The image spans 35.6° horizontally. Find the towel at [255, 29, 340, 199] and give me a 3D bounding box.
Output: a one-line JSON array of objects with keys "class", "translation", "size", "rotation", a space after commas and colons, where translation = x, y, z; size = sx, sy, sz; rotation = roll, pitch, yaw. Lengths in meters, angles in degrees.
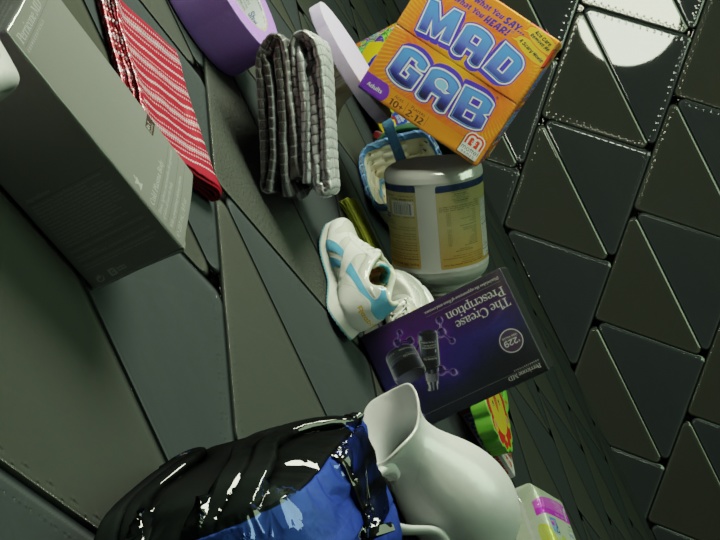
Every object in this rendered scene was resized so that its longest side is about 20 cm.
[{"class": "towel", "translation": [-0.075, -0.185, 1.363], "size": [0.166, 0.085, 0.201], "rotation": [-57, 144, -83]}]

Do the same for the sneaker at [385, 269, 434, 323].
[{"class": "sneaker", "translation": [0.066, 0.081, 1.526], "size": [0.092, 0.076, 0.201], "rotation": [28, 36, -60]}]

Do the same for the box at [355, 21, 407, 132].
[{"class": "box", "translation": [0.092, -0.372, 2.156], "size": [0.201, 0.192, 0.122], "rotation": [62, 3, -6]}]

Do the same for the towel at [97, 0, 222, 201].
[{"class": "towel", "translation": [-0.197, -0.174, 1.113], "size": [0.145, 0.022, 0.201], "rotation": [40, 27, -61]}]

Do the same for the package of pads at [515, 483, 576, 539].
[{"class": "package of pads", "translation": [0.294, 0.440, 1.720], "size": [0.154, 0.068, 0.201], "rotation": [39, 28, -57]}]

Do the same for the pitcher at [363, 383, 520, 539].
[{"class": "pitcher", "translation": [0.080, 0.247, 1.215], "size": [0.200, 0.121, 0.172], "rotation": [47, 39, -21]}]

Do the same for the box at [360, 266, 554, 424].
[{"class": "box", "translation": [0.122, 0.102, 1.414], "size": [0.142, 0.199, 0.079], "rotation": [64, 13, 4]}]

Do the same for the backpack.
[{"class": "backpack", "translation": [-0.059, 0.185, 0.675], "size": [0.168, 0.162, 0.200], "rotation": [67, 13, 1]}]

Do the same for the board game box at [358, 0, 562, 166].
[{"class": "board game box", "translation": [0.147, -0.292, 1.593], "size": [0.199, 0.200, 0.200], "rotation": [34, 14, 4]}]

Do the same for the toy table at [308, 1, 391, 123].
[{"class": "toy table", "translation": [-0.054, -0.278, 1.637], "size": [0.200, 0.117, 0.184], "rotation": [58, 15, -19]}]

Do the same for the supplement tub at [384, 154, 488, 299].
[{"class": "supplement tub", "translation": [0.113, -0.060, 1.636], "size": [0.144, 0.144, 0.201], "rotation": [-66, 152, -73]}]

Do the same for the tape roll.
[{"class": "tape roll", "translation": [-0.180, -0.348, 1.406], "size": [0.200, 0.065, 0.200], "rotation": [57, 16, -26]}]

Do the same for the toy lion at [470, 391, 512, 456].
[{"class": "toy lion", "translation": [0.197, 0.190, 1.746], "size": [0.200, 0.068, 0.192], "rotation": [-4, 76, -74]}]

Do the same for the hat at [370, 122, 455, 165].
[{"class": "hat", "translation": [0.106, -0.243, 2.004], "size": [0.176, 0.199, 0.166], "rotation": [-75, 169, -45]}]

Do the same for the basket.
[{"class": "basket", "translation": [0.066, -0.173, 1.841], "size": [0.200, 0.139, 0.177], "rotation": [62, 10, -51]}]

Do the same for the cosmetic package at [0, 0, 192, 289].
[{"class": "cosmetic package", "translation": [-0.209, -0.097, 0.795], "size": [0.200, 0.090, 0.107], "rotation": [58, 17, -36]}]

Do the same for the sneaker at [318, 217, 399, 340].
[{"class": "sneaker", "translation": [0.000, 0.000, 1.404], "size": [0.077, 0.081, 0.200], "rotation": [51, 17, -38]}]

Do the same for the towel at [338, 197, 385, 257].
[{"class": "towel", "translation": [0.024, -0.015, 1.665], "size": [0.201, 0.018, 0.086], "rotation": [64, 9, 4]}]

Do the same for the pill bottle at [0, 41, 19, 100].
[{"class": "pill bottle", "translation": [-0.279, -0.161, 0.592], "size": [0.201, 0.111, 0.111], "rotation": [61, 14, -11]}]

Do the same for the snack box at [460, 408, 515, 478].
[{"class": "snack box", "translation": [0.190, 0.241, 1.785], "size": [0.200, 0.024, 0.072], "rotation": [57, 16, -24]}]
